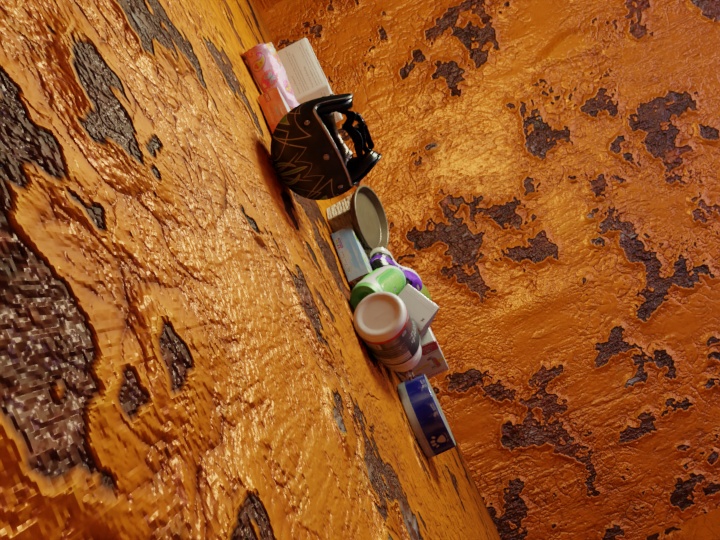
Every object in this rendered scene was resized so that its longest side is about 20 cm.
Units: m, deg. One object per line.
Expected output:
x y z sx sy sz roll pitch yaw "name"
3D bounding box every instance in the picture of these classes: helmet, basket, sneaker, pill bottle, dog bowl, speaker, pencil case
-0.075 -0.225 0.970 0.200 0.191 0.200 32 -35 25 "helmet"
-0.012 -0.122 1.592 0.136 0.123 0.200 -104 168 -66 "basket"
0.099 0.027 1.432 0.200 0.070 0.100 35 32 -31 "sneaker"
0.067 0.141 1.132 0.200 0.116 0.116 60 7 -53 "pill bottle"
0.171 0.375 1.339 0.200 0.079 0.200 -25 90 -86 "dog bowl"
0.046 0.045 1.246 0.089 0.088 0.200 65 26 -3 "speaker"
-0.221 -0.474 1.316 0.087 0.087 0.200 -105 170 -66 "pencil case"

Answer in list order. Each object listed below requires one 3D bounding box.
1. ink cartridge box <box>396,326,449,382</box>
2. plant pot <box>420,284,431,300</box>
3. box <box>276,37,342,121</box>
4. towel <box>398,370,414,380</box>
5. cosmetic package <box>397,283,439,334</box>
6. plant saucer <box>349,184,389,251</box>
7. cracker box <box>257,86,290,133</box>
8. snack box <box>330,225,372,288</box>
0.162 0.245 1.495 0.200 0.145 0.083 59 7 -50 "ink cartridge box"
0.125 0.119 1.557 0.200 0.187 0.187 -43 108 -82 "plant pot"
-0.185 -0.565 1.627 0.199 0.171 0.200 53 12 -71 "box"
0.072 0.176 1.316 0.200 0.023 0.144 71 -16 -11 "towel"
0.132 0.116 1.324 0.102 0.074 0.200 38 -17 11 "cosmetic package"
0.025 -0.143 1.462 0.200 0.029 0.200 35 48 -51 "plant saucer"
-0.169 -0.323 1.245 0.200 0.058 0.134 58 8 -67 "cracker box"
0.000 0.000 1.424 0.200 0.068 0.169 56 11 -56 "snack box"
